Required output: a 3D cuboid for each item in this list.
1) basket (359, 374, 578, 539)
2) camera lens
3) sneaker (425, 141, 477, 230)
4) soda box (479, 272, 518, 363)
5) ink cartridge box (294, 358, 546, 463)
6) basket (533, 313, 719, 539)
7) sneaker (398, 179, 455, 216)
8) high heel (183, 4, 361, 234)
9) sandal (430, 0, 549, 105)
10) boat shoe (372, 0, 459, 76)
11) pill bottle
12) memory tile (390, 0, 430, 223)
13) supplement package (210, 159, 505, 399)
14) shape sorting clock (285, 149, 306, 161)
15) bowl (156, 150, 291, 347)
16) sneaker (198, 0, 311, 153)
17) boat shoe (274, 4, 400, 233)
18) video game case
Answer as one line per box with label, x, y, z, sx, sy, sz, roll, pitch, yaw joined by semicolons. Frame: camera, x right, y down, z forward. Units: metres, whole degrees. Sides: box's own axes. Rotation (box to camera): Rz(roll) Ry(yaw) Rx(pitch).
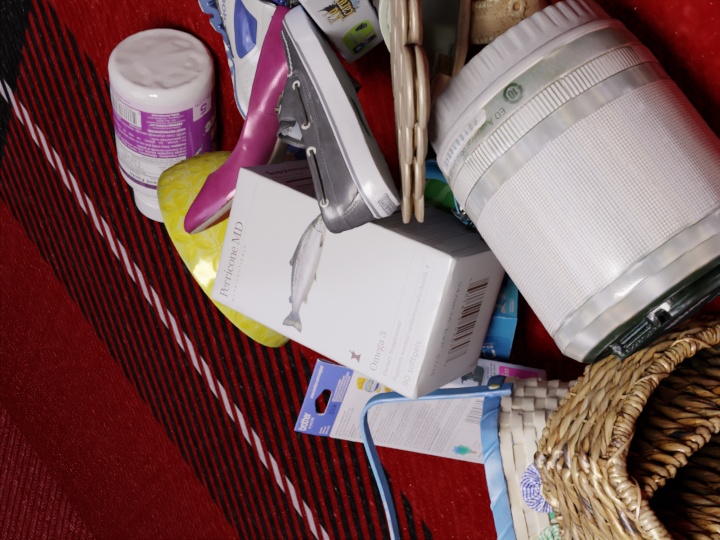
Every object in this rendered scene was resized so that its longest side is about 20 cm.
basket;0.109;0.166;0.900;0.198;0.139;0.178;-11;104;19
camera lens;0.154;-0.054;0.762;0.201;0.159;0.160;56;151;14
sneaker;0.119;-0.049;0.894;0.200;0.082;0.073;45;171;26
soda box;0.098;0.081;1.053;0.063;0.068;0.201;6;137;2
ink cartridge box;0.049;0.113;1.007;0.198;0.042;0.120;9;142;-8
basket;0.236;0.117;0.778;0.148;0.199;0.144;7;123;55
sneaker;0.046;-0.040;1.008;0.199;0.083;0.075;-13;106;47
high heel;-0.097;-0.123;0.980;0.096;0.200;0.067;47;-172;3
sandal;0.099;-0.185;0.833;0.069;0.078;0.213;14;122;-1
boat shoe;0.033;-0.240;0.870;0.061;0.071;0.202;-116;8;-47
pill bottle;-0.210;-0.150;1.262;0.112;0.112;0.201;40;147;26
memory tile;0.033;-0.131;0.784;0.200;0.017;0.155;88;179;-70
supplement package;0.000;0.000;0.928;0.199;0.117;0.118;24;109;26
shape sorting clock;-0.026;-0.040;1.169;0.199;0.039;0.202;32;138;33
bowl;-0.088;-0.041;1.095;0.201;0.107;0.201;51;-165;-19
sneaker;-0.072;-0.205;1.038;0.115;0.080;0.201;-11;108;60
boat shoe;-0.032;-0.112;0.876;0.201;0.066;0.070;67;-168;26
video game case;-0.064;-0.269;0.896;0.201;0.045;0.181;55;-175;9
